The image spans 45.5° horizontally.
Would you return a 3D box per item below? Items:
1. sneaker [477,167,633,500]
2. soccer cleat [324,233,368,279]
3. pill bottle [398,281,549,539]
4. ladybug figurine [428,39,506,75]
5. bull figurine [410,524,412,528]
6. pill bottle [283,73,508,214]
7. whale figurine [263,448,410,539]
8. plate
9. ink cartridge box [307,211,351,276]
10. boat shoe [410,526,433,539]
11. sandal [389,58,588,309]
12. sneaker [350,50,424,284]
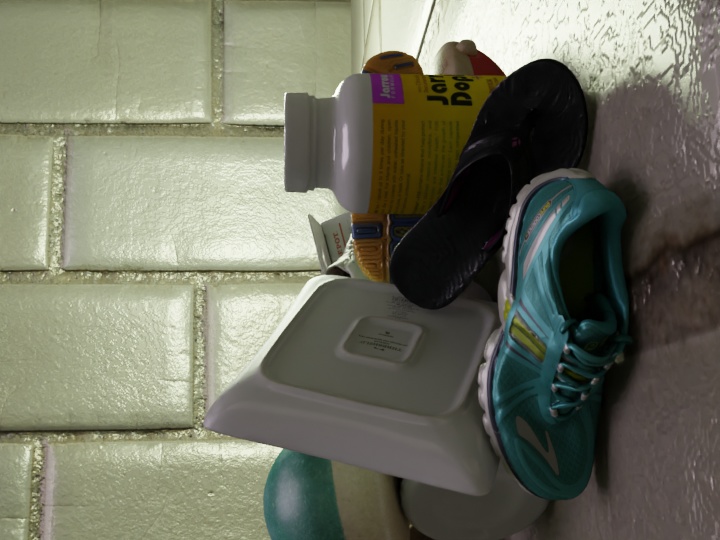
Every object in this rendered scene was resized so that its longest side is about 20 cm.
[{"bbox_3d":[0.117,0.043,0.501,0.080,0.076,0.203,-146,54,-70],"label":"sneaker"},{"bbox_3d":[0.000,0.000,0.859,0.070,0.077,0.201,-52,23,31],"label":"soccer cleat"},{"bbox_3d":[0.080,0.104,0.693,0.201,0.112,0.115,-94,6,-51],"label":"pill bottle"},{"bbox_3d":[0.094,-0.114,0.779,0.137,0.071,0.202,-96,7,-45],"label":"ladybug figurine"},{"bbox_3d":[0.072,0.320,0.898,0.065,0.120,0.202,-45,45,43],"label":"bull figurine"},{"bbox_3d":[0.041,-0.095,0.649,0.104,0.197,0.106,180,90,-85],"label":"pill bottle"},{"bbox_3d":[-0.023,0.153,0.676,0.201,0.102,0.161,-97,-8,-56],"label":"whale figurine"},{"bbox_3d":[0.016,0.061,0.612,0.200,0.197,0.033,-55,-32,-54],"label":"plate"},{"bbox_3d":[0.012,0.003,1.012,0.200,0.066,0.117,43,-151,-66],"label":"ink cartridge box"},{"bbox_3d":[0.101,0.284,0.767,0.065,0.073,0.200,59,173,-16],"label":"boat shoe"},{"bbox_3d":[0.084,-0.046,0.578,0.202,0.075,0.048,-59,-6,31],"label":"sandal"},{"bbox_3d":[0.035,-0.083,0.749,0.088,0.074,0.203,57,-144,-78],"label":"sneaker"}]
